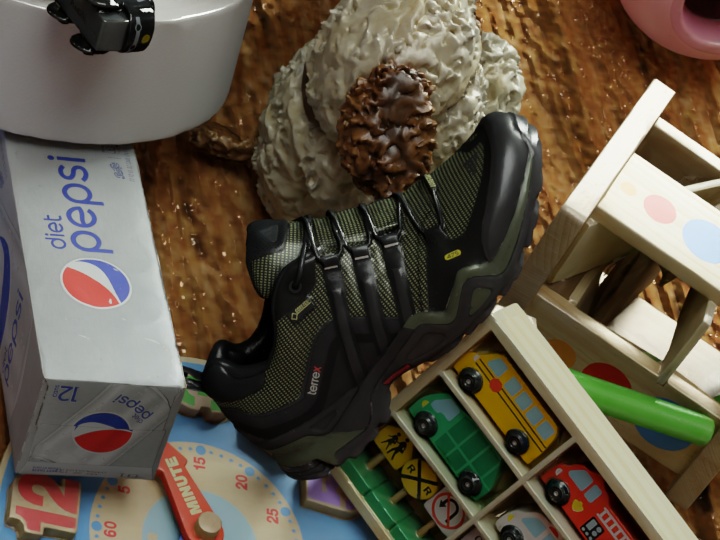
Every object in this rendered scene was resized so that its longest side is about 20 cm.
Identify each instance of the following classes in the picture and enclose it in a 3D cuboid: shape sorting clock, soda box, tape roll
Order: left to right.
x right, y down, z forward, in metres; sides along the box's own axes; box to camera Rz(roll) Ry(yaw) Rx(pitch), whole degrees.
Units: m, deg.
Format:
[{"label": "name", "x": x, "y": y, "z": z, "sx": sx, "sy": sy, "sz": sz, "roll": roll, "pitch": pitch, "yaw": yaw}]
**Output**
[{"label": "tape roll", "x": -0.153, "y": -0.144, "z": 1.225, "sx": 0.201, "sy": 0.071, "sz": 0.203, "roll": 12, "pitch": 30, "yaw": -7}, {"label": "soda box", "x": -0.135, "y": 0.004, "z": 1.151, "sx": 0.068, "sy": 0.064, "sz": 0.201, "roll": 5, "pitch": 42, "yaw": -21}, {"label": "shape sorting clock", "x": -0.074, "y": 0.126, "z": 1.135, "sx": 0.199, "sy": 0.039, "sz": 0.201, "roll": 11, "pitch": 54, "yaw": -15}]

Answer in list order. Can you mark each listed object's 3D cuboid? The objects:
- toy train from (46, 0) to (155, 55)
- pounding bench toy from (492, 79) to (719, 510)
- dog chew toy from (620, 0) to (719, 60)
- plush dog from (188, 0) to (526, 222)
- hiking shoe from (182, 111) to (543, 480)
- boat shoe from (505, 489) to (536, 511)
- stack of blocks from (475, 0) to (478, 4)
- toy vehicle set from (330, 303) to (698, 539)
[{"label": "toy train", "x": -0.144, "y": -0.159, "z": 1.150, "sx": 0.046, "sy": 0.034, "sz": 0.200, "roll": -1, "pitch": 35, "yaw": -34}, {"label": "pounding bench toy", "x": 0.147, "y": 0.038, "z": 1.218, "sx": 0.156, "sy": 0.124, "sz": 0.200, "roll": 35, "pitch": 45, "yaw": 4}, {"label": "dog chew toy", "x": 0.203, "y": -0.218, "z": 1.440, "sx": 0.124, "sy": 0.125, "sz": 0.201, "roll": 12, "pitch": 46, "yaw": -14}, {"label": "plush dog", "x": 0.009, "y": -0.087, "z": 1.230, "sx": 0.160, "sy": 0.172, "sz": 0.201, "roll": 22, "pitch": 52, "yaw": -6}, {"label": "hiking shoe", "x": 0.000, "y": 0.000, "z": 1.117, "sx": 0.100, "sy": 0.200, "sz": 0.076, "roll": 34, "pitch": 10, "yaw": -22}, {"label": "boat shoe", "x": 0.098, "y": 0.138, "z": 1.183, "sx": 0.201, "sy": 0.072, "sz": 0.066, "roll": 45, "pitch": 40, "yaw": 14}, {"label": "stack of blocks", "x": 0.058, "y": -0.206, "z": 1.315, "sx": 0.115, "sy": 0.200, "sz": 0.059, "roll": 39, "pitch": 82, "yaw": 7}, {"label": "toy vehicle set", "x": 0.085, "y": 0.130, "z": 1.130, "sx": 0.200, "sy": 0.124, "sz": 0.026, "roll": 53, "pitch": 32, "yaw": 10}]
